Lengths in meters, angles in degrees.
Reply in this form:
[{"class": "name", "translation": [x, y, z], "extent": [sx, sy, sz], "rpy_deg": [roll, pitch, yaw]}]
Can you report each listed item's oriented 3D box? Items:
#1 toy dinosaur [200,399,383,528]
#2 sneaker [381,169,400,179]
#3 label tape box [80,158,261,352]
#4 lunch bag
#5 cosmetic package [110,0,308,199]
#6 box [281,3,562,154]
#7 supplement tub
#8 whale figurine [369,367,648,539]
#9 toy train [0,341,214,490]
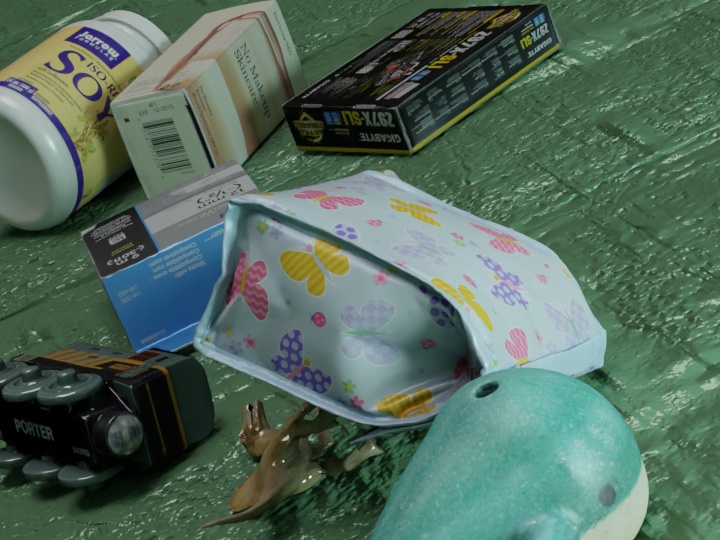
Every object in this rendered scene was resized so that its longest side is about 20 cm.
[{"class": "toy dinosaur", "translation": [-0.042, 0.120, 1.414], "extent": [0.101, 0.058, 0.200], "rpy_deg": [-36, 11, 9]}, {"class": "sneaker", "translation": [0.000, 0.000, 1.627], "extent": [0.077, 0.078, 0.200], "rpy_deg": [-30, 14, 19]}, {"class": "label tape box", "translation": [-0.131, -0.009, 1.783], "extent": [0.143, 0.066, 0.200], "rpy_deg": [-25, 19, -6]}, {"class": "lunch bag", "translation": [0.029, 0.030, 1.372], "extent": [0.199, 0.128, 0.169], "rpy_deg": [22, 18, 25]}, {"class": "cosmetic package", "translation": [-0.135, -0.158, 2.101], "extent": [0.087, 0.104, 0.200], "rpy_deg": [-9, 26, 29]}, {"class": "box", "translation": [0.053, -0.169, 2.005], "extent": [0.200, 0.050, 0.159], "rpy_deg": [-37, 27, -32]}, {"class": "supplement tub", "translation": [-0.268, -0.144, 2.142], "extent": [0.145, 0.146, 0.200], "rpy_deg": [-3, 29, 42]}, {"class": "whale figurine", "translation": [0.055, 0.124, 1.204], "extent": [0.199, 0.104, 0.159], "rpy_deg": [-30, 22, -21]}, {"class": "toy train", "translation": [-0.189, 0.094, 1.580], "extent": [0.113, 0.086, 0.199], "rpy_deg": [-22, 15, -33]}]
